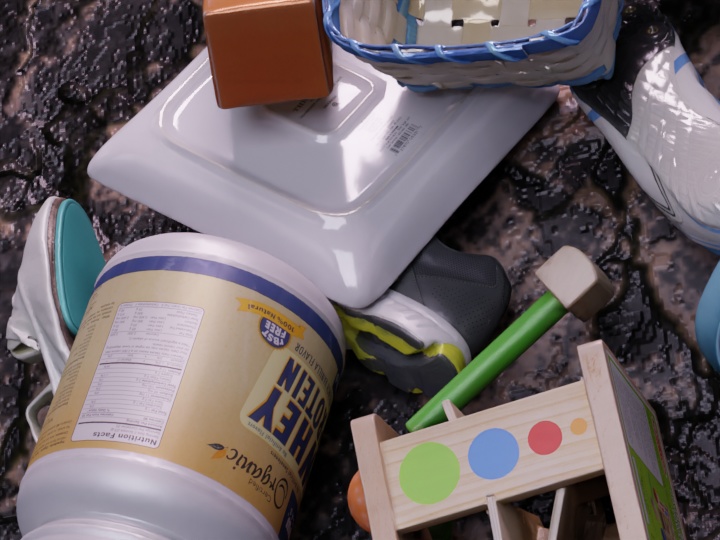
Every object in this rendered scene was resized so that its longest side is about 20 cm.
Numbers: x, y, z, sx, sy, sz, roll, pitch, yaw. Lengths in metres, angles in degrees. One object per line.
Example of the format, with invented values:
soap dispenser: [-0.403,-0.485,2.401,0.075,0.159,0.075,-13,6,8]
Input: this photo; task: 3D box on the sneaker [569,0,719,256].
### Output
sneaker: [0.170,-0.074,1.643,0.072,0.073,0.200,-29,49,-3]

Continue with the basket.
basket: [0.051,-0.175,1.582,0.175,0.200,0.140,0,73,18]

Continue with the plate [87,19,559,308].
plate: [-0.021,-0.088,1.686,0.199,0.032,0.200,27,56,26]

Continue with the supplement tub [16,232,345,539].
supplement tub: [-0.098,0.098,1.592,0.144,0.145,0.201,4,56,20]

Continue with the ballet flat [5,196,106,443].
ballet flat: [-0.167,0.055,1.713,0.069,0.069,0.201,-22,69,10]

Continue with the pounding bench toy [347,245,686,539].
pounding bench toy: [0.073,0.100,1.575,0.155,0.124,0.201,-17,66,13]

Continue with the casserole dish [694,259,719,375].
casserole dish: [0.242,-0.007,1.568,0.039,0.121,0.200,22,77,52]

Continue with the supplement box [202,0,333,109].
supplement box: [-0.051,-0.171,1.691,0.066,0.069,0.200,-8,33,4]

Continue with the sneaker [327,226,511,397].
sneaker: [0.000,0.000,1.678,0.200,0.075,0.085,32,59,31]
